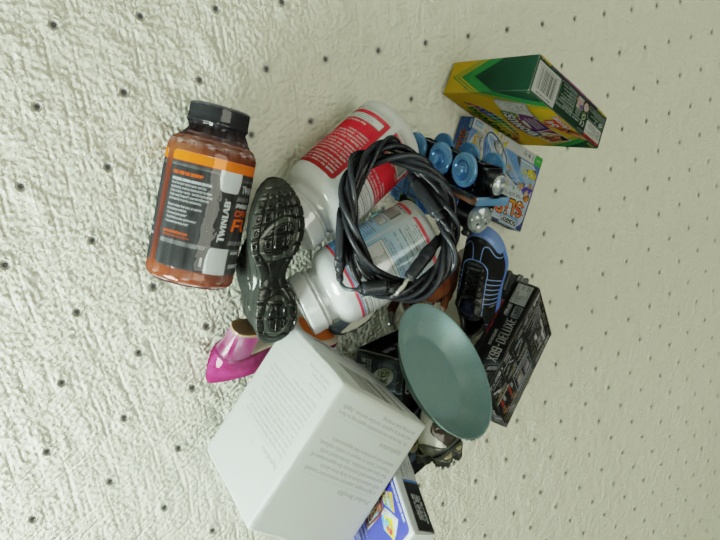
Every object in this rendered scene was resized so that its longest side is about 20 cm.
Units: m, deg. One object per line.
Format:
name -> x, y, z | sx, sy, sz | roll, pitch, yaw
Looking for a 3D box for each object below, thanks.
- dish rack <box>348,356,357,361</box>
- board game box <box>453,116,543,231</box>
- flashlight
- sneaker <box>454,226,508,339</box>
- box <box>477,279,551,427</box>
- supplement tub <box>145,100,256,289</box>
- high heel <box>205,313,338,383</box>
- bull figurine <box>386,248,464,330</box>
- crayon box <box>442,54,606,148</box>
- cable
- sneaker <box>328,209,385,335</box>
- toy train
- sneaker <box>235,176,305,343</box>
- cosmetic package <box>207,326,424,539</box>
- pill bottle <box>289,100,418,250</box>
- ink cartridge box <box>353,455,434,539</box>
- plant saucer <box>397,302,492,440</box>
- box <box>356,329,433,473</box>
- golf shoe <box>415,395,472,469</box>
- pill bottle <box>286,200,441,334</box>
dish rack -> -0.079, 0.222, 0.937 | 0.197, 0.043, 0.176 | -14, 112, -34
board game box -> 0.225, -0.160, 1.070 | 0.197, 0.034, 0.139 | 16, 93, -39
flashlight -> 0.249, 0.102, 1.141 | 0.067, 0.067, 0.204 | 20, 92, -50
sneaker -> 0.186, 0.024, 0.987 | 0.078, 0.069, 0.203 | -49, 144, -33
box -> 0.260, 0.145, 1.083 | 0.202, 0.049, 0.158 | -58, 143, -19
supplement tub -> -0.181, -0.087, 0.730 | 0.105, 0.106, 0.205 | 7, 99, -38
high heel -> -0.119, 0.116, 0.877 | 0.198, 0.068, 0.097 | 1, 130, -50
bull figurine -> 0.115, 0.029, 1.013 | 0.197, 0.064, 0.125 | -7, 110, -44
crayon box -> 0.256, -0.257, 0.979 | 0.197, 0.171, 0.060 | 22, 87, -39
cable -> 0.048, -0.065, 0.770 | 0.159, 0.051, 0.206 | 5, 84, -8
sneaker -> 0.000, 0.000, 0.930 | 0.086, 0.077, 0.202 | 40, 72, -23
toy train -> 0.127, -0.127, 0.905 | 0.085, 0.199, 0.117 | -7, 119, -35
sneaker -> -0.122, -0.016, 0.774 | 0.075, 0.090, 0.205 | -5, 112, -37
cosmetic package -> -0.059, 0.215, 0.804 | 0.164, 0.164, 0.202 | 35, 90, -37
pill bottle -> -0.023, -0.124, 0.839 | 0.200, 0.111, 0.113 | -44, 125, -19
ink cartridge box -> 0.003, 0.326, 0.854 | 0.046, 0.199, 0.202 | 18, 120, -29
plant saucer -> 0.111, 0.146, 0.890 | 0.199, 0.038, 0.204 | 32, 40, -31
box -> 0.067, 0.207, 0.984 | 0.162, 0.085, 0.206 | -13, 110, -55
golf shoe -> 0.143, 0.217, 0.959 | 0.199, 0.076, 0.097 | -25, 109, -62
pill bottle -> 0.005, -0.001, 0.839 | 0.197, 0.109, 0.110 | -29, 120, -9
